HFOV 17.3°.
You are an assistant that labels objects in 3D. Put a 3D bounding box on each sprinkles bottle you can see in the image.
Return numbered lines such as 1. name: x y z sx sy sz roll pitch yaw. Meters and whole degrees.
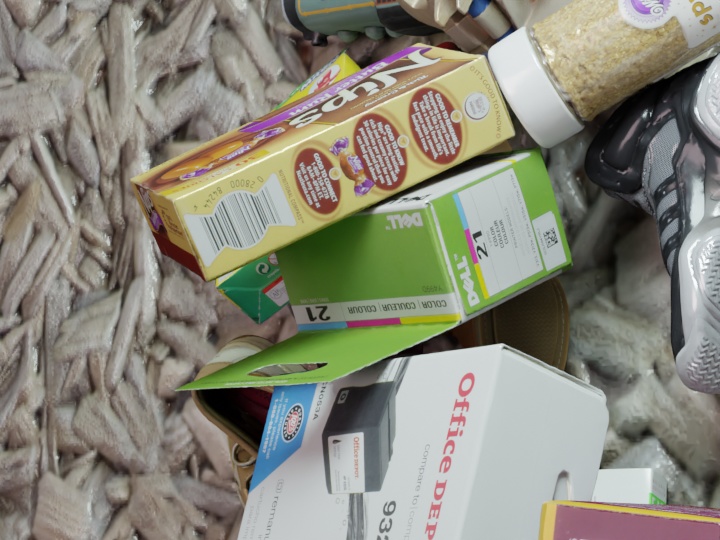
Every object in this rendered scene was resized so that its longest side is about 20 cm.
1. sprinkles bottle: 0.171 -0.148 1.341 0.200 0.068 0.068 -31 57 13

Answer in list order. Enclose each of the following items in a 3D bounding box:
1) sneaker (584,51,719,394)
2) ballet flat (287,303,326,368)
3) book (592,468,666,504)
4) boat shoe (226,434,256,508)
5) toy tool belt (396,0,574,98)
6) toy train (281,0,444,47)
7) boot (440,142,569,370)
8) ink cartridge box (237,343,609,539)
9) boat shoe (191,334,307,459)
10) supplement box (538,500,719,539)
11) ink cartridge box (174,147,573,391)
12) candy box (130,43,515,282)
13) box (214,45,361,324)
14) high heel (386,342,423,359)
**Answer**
1. sneaker: 0.186 -0.028 1.358 0.114 0.075 0.201 -3 75 50
2. ballet flat: -0.037 0.036 1.607 0.057 0.066 0.200 -42 52 9
3. book: 0.110 0.218 1.373 0.133 0.048 0.201 -7 66 29
4. boat shoe: -0.043 0.157 1.576 0.063 0.073 0.201 81 174 -68
5. toy tool belt: 0.087 -0.176 1.449 0.200 0.123 0.125 -23 24 41
6. toy train: 0.013 -0.212 1.587 0.200 0.085 0.115 -1 87 50
7. boot: 0.054 0.023 1.512 0.155 0.073 0.201 -35 54 46
8. ink cartridge box: 0.026 0.127 1.281 0.200 0.084 0.146 -11 59 51
9. boat shoe: -0.024 0.118 1.526 0.200 0.066 0.074 30 119 18
10. supplement box: 0.170 0.189 1.221 0.103 0.200 0.132 4 87 28
11. ink cartridge box: 0.000 0.000 1.353 0.147 0.200 0.076 -5 105 49
12. candy box: -0.023 -0.065 1.366 0.057 0.199 0.117 66 168 -15
13. box: -0.039 -0.063 1.582 0.117 0.048 0.200 -36 29 23
14. high heel: 0.044 0.104 1.435 0.200 0.067 0.096 -114 26 -45
